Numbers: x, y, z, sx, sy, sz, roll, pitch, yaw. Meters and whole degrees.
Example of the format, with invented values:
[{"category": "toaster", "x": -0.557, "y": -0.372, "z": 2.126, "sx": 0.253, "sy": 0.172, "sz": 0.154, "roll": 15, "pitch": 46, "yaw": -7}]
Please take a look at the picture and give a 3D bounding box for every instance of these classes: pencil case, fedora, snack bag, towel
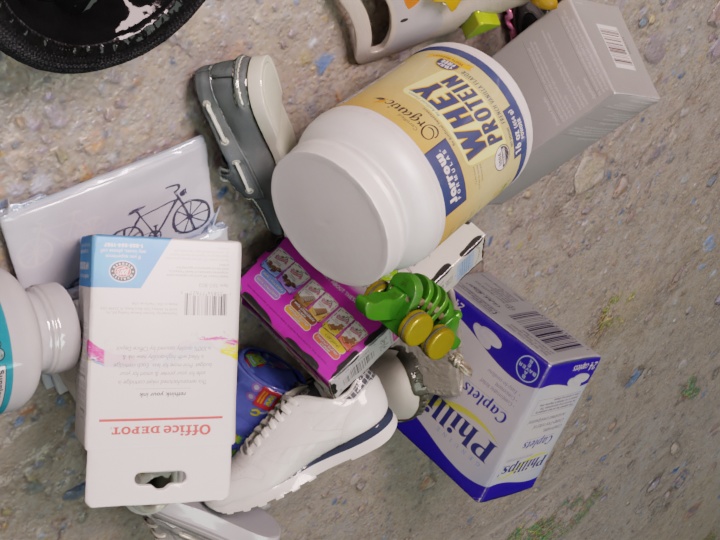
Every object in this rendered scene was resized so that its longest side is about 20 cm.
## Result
[{"category": "pencil case", "x": -0.121, "y": 0.174, "z": 1.031, "sx": 0.087, "sy": 0.078, "sz": 0.200, "roll": 18, "pitch": 111, "yaw": -26}, {"category": "fedora", "x": -0.169, "y": -0.224, "z": 0.615, "sx": 0.200, "sy": 0.092, "sz": 0.201, "roll": -27, "pitch": 139, "yaw": -27}, {"category": "snack bag", "x": -0.193, "y": -0.005, "z": 0.846, "sx": 0.188, "sy": 0.021, "sz": 0.200, "roll": -26, "pitch": 138, "yaw": -28}, {"category": "towel", "x": 0.040, "y": 0.064, "z": 1.071, "sx": 0.200, "sy": 0.132, "sz": 0.034, "roll": 79, "pitch": 24, "yaw": -49}]

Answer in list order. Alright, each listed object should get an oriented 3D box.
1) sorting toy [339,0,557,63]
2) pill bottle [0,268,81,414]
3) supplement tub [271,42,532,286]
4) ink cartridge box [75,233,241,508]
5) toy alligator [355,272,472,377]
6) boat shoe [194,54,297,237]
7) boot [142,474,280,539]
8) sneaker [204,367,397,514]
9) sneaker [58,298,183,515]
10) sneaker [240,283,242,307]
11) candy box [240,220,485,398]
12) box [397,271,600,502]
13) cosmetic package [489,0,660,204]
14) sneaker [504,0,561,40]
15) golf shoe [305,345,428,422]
[{"category": "sorting toy", "x": 0.060, "y": -0.253, "z": 0.849, "sx": 0.180, "sy": 0.107, "sz": 0.200, "roll": -27, "pitch": 142, "yaw": 2}, {"category": "pill bottle", "x": -0.304, "y": 0.057, "z": 0.711, "sx": 0.200, "sy": 0.111, "sz": 0.111, "roll": -12, "pitch": 130, "yaw": -41}, {"category": "supplement tub", "x": 0.036, "y": -0.089, "z": 0.846, "sx": 0.200, "sy": 0.144, "sz": 0.144, "roll": -40, "pitch": 145, "yaw": -36}, {"category": "ink cartridge box", "x": -0.158, "y": 0.074, "z": 0.783, "sx": 0.115, "sy": 0.068, "sz": 0.200, "roll": 2, "pitch": 89, "yaw": -23}, {"category": "toy alligator", "x": 0.062, "y": 0.042, "z": 0.872, "sx": 0.054, "sy": 0.059, "sz": 0.200, "roll": -53, "pitch": 142, "yaw": 3}, {"category": "boat shoe", "x": -0.091, "y": -0.101, "z": 0.853, "sx": 0.062, "sy": 0.073, "sz": 0.200, "roll": 0, "pitch": 145, "yaw": 7}, {"category": "boot", "x": -0.183, "y": 0.250, "z": 0.977, "sx": 0.200, "sy": 0.074, "sz": 0.096, "roll": 30, "pitch": 103, "yaw": -12}, {"category": "sneaker", "x": -0.067, "y": 0.157, "z": 0.961, "sx": 0.200, "sy": 0.076, "sz": 0.081, "roll": -29, "pitch": 110, "yaw": -6}, {"category": "sneaker", "x": -0.194, "y": 0.120, "z": 0.846, "sx": 0.074, "sy": 0.116, "sz": 0.200, "roll": -28, "pitch": 139, "yaw": -23}, {"category": "sneaker", "x": -0.157, "y": 0.071, "z": 0.890, "sx": 0.079, "sy": 0.075, "sz": 0.200, "roll": -10, "pitch": 123, "yaw": -31}, {"category": "candy box", "x": 0.000, "y": 0.000, "z": 0.944, "sx": 0.200, "sy": 0.136, "sz": 0.061, "roll": -42, "pitch": 161, "yaw": -11}, {"category": "box", "x": 0.145, "y": 0.133, "z": 1.184, "sx": 0.105, "sy": 0.184, "sz": 0.200, "roll": -5, "pitch": 125, "yaw": -45}, {"category": "cosmetic package", "x": 0.159, "y": -0.151, "z": 0.942, "sx": 0.090, "sy": 0.107, "sz": 0.200, "roll": -5, "pitch": 159, "yaw": -44}, {"category": "sneaker", "x": 0.192, "y": -0.213, "z": 1.001, "sx": 0.079, "sy": 0.095, "sz": 0.200, "roll": -26, "pitch": 136, "yaw": -26}, {"category": "golf shoe", "x": -0.005, "y": 0.131, "z": 1.039, "sx": 0.088, "sy": 0.077, "sz": 0.200, "roll": -16, "pitch": 175, "yaw": -33}]
